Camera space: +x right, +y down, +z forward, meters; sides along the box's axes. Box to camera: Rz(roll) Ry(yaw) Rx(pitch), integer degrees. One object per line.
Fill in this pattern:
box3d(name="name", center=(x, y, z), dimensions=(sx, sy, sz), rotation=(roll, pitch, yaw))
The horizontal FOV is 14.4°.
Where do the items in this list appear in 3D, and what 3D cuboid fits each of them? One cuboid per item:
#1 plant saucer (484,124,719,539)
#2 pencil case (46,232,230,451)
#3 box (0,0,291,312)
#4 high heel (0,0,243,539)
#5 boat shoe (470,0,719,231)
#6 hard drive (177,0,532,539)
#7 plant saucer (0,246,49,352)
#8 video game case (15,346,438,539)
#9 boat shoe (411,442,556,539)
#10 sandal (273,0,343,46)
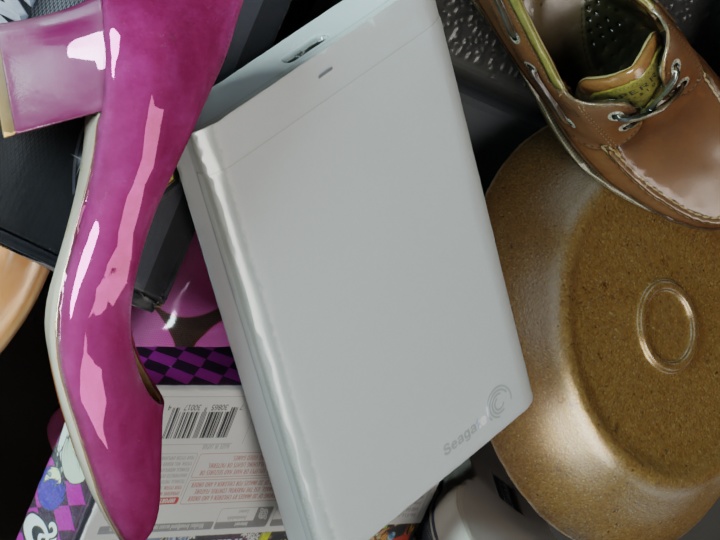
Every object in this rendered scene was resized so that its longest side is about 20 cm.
box3d(name="plant saucer", center=(0.127, 0.027, 1.290), dimensions=(0.199, 0.035, 0.202), rotation=(10, 76, -43))
box3d(name="pencil case", center=(-0.046, 0.015, 1.205), dimensions=(0.093, 0.091, 0.201), rotation=(32, 102, -8))
box3d(name="box", center=(-0.120, -0.113, 1.044), dimensions=(0.198, 0.050, 0.201), rotation=(28, 83, -38))
box3d(name="high heel", center=(-0.071, -0.004, 1.025), dimensions=(0.095, 0.067, 0.202), rotation=(-12, 97, -7))
box3d(name="boat shoe", center=(0.106, -0.083, 1.209), dimensions=(0.072, 0.068, 0.200), rotation=(-46, 112, 3))
box3d(name="hard drive", center=(0.000, 0.000, 1.127), dimensions=(0.132, 0.026, 0.201), rotation=(-36, 125, -33))
box3d(name="plant saucer", center=(-0.201, -0.038, 1.053), dimensions=(0.199, 0.037, 0.202), rotation=(-6, 99, -36))
box3d(name="video game case", center=(-0.059, 0.115, 1.184), dimensions=(0.199, 0.036, 0.182), rotation=(1, 120, -45))
box3d(name="boat shoe", center=(0.038, 0.140, 1.285), dimensions=(0.075, 0.200, 0.093), rotation=(40, 100, -6))
box3d(name="sandal", center=(-0.022, -0.121, 1.152), dimensions=(0.048, 0.075, 0.201), rotation=(43, 89, -10))
